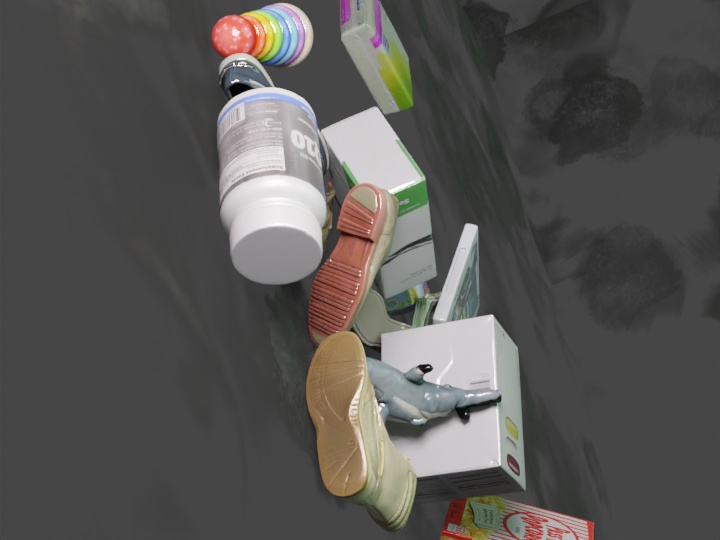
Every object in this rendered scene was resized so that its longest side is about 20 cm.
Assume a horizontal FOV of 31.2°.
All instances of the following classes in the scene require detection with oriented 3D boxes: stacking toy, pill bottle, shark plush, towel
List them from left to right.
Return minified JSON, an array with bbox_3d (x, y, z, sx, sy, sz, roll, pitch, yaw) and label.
[{"bbox_3d":[-0.131,-0.291,1.616,0.086,0.085,0.200,68,22,-4],"label":"stacking toy"},{"bbox_3d":[-0.095,-0.090,1.381,0.114,0.114,0.200,53,22,-47],"label":"pill bottle"},{"bbox_3d":[0.066,0.146,1.537,0.091,0.200,0.083,-63,164,-56],"label":"shark plush"},{"bbox_3d":[0.098,0.105,1.861,0.200,0.023,0.153,-6,106,-76],"label":"towel"}]

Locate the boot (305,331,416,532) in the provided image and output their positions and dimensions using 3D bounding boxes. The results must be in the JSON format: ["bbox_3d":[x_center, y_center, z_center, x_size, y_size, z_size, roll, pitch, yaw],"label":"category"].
[{"bbox_3d":[0.006,0.183,1.458,0.155,0.073,0.200,49,27,-53],"label":"boot"}]

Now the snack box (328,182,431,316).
[{"bbox_3d":[0.032,-0.036,1.851,0.169,0.068,0.200,7,62,-76],"label":"snack box"}]

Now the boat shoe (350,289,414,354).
[{"bbox_3d":[0.010,0.069,1.688,0.200,0.057,0.067,40,68,-55],"label":"boat shoe"}]

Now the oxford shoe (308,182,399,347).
[{"bbox_3d":[0.000,0.000,1.504,0.071,0.200,0.074,28,10,33],"label":"oxford shoe"}]

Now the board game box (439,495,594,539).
[{"bbox_3d":[0.209,0.361,1.725,0.152,0.200,0.046,-55,158,-73],"label":"board game box"}]

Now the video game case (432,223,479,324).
[{"bbox_3d":[0.145,0.062,1.918,0.200,0.023,0.182,83,24,-51],"label":"video game case"}]

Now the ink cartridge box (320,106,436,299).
[{"bbox_3d":[0.025,-0.082,1.646,0.147,0.083,0.200,58,-13,37],"label":"ink cartridge box"}]

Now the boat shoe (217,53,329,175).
[{"bbox_3d":[-0.101,-0.172,1.547,0.200,0.075,0.062,56,18,-38],"label":"boat shoe"}]

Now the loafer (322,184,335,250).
[{"bbox_3d":[-0.070,-0.061,1.528,0.200,0.076,0.068,-82,-176,-74],"label":"loafer"}]

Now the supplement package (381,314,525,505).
[{"bbox_3d":[0.117,0.178,1.634,0.111,0.155,0.200,48,37,-56],"label":"supplement package"}]

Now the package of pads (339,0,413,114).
[{"bbox_3d":[0.027,-0.400,2.320,0.155,0.068,0.200,-92,158,-46],"label":"package of pads"}]
